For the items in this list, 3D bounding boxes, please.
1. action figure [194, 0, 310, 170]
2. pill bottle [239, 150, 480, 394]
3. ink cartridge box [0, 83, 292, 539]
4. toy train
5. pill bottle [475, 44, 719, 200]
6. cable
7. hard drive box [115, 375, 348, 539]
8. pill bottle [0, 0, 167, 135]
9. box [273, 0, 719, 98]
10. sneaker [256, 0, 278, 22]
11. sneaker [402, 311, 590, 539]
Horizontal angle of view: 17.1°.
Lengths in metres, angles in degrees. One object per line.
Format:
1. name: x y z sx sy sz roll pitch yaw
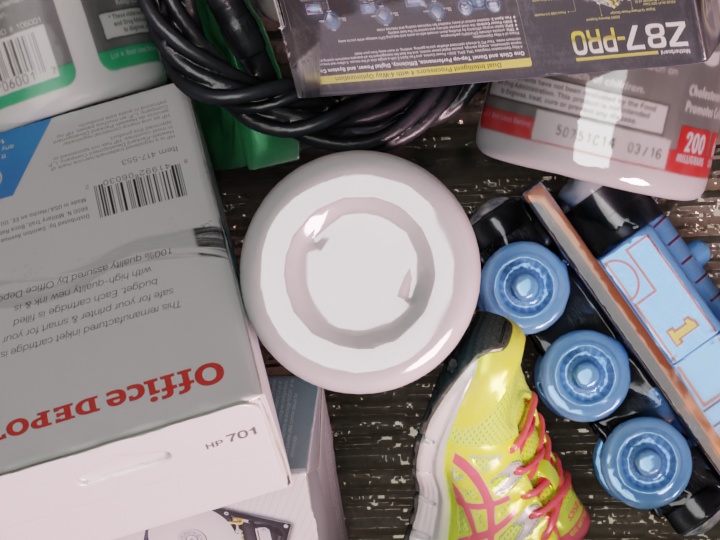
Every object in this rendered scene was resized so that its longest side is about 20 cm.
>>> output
1. action figure: -0.076 -0.152 1.208 0.055 0.118 0.201 -22 100 -31
2. pill bottle: 0.000 0.000 1.165 0.110 0.200 0.112 0 90 0
3. ink cartridge box: -0.127 0.023 1.148 0.146 0.086 0.201 -16 54 -1
4. toy train: 0.140 0.034 1.215 0.114 0.087 0.200 -35 87 -1
5. pill bottle: 0.129 -0.142 1.133 0.113 0.114 0.201 13 96 6
6. cable: -0.006 -0.137 1.154 0.199 0.051 0.164 21 81 -18
7. hard drive box: -0.111 0.137 1.221 0.199 0.077 0.156 -2 127 9
8. pill bottle: -0.179 -0.173 1.224 0.113 0.113 0.201 -17 91 8
9. box: 0.049 -0.163 1.046 0.199 0.049 0.162 -4 114 25
10. sneaker: 0.019 -0.200 1.218 0.200 0.072 0.072 -38 90 10
11. sneaker: 0.074 0.101 1.195 0.090 0.078 0.201 15 136 12
